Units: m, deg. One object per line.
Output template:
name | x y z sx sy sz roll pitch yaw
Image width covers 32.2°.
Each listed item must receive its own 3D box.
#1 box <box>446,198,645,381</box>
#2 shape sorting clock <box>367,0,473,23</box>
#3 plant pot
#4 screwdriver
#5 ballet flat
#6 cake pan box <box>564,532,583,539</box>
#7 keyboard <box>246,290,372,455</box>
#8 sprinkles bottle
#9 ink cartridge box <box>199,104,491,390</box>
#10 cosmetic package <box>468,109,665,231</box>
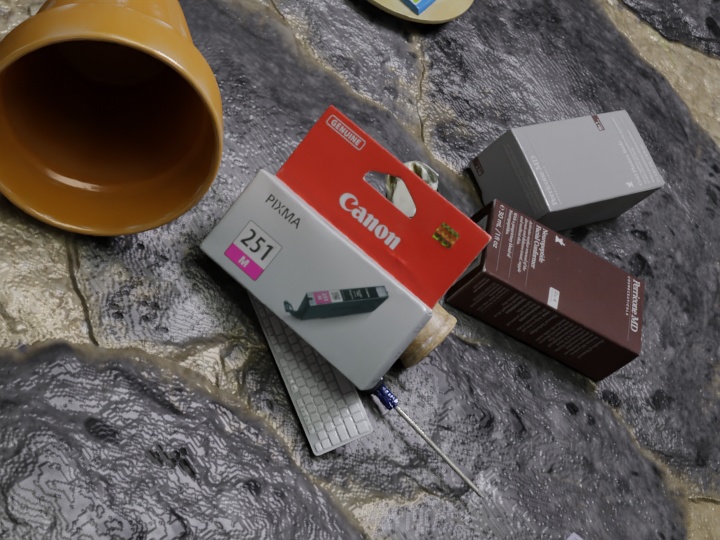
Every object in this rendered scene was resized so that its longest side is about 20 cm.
box | 0.194 0.022 1.291 0.200 0.075 0.100 28 50 -19
shape sorting clock | 0.046 -0.366 1.453 0.199 0.039 0.201 15 56 -24
plant pot | -0.217 -0.163 1.071 0.200 0.200 0.184 21 37 -22
screwdriver | 0.043 0.138 1.146 0.200 0.028 0.029 48 19 5
ballet flat | 0.055 -0.065 1.200 0.200 0.068 0.069 -94 167 -65
cake pan box | 0.208 0.344 1.069 0.200 0.052 0.184 35 46 21
keyboard | -0.053 0.065 1.124 0.056 0.011 0.201 -24 74 -1
sprinkles bottle | 0.000 0.000 1.179 0.200 0.068 0.068 46 48 -1
ink cartridge box | -0.014 -0.024 1.101 0.200 0.174 0.044 40 6 12
cosmetic package | 0.229 -0.106 1.383 0.200 0.090 0.107 -15 74 -42
